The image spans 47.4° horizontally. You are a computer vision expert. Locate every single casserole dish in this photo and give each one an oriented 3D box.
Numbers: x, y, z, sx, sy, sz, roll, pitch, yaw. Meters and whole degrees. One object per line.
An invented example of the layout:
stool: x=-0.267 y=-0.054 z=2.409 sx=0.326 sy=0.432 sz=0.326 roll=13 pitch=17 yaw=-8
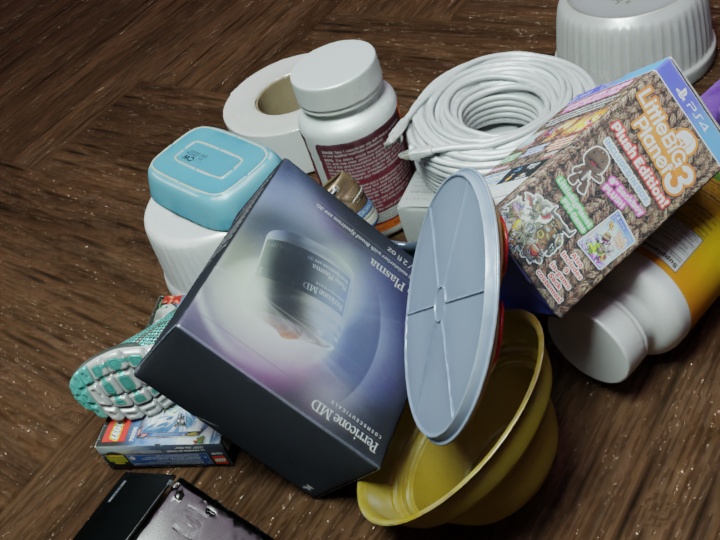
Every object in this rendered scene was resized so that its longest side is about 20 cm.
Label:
casserole dish: x=-0.166 y=-0.112 z=0.928 sx=0.199 sy=0.039 sz=0.121 roll=25 pitch=58 yaw=40

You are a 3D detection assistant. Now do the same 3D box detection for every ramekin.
ramekin: x=-0.157 y=-0.058 z=0.969 sx=0.198 sy=0.098 sz=0.202 roll=-12 pitch=41 yaw=11
ramekin: x=0.338 y=-0.308 z=1.023 sx=0.197 sy=0.106 sz=0.202 roll=-12 pitch=42 yaw=11

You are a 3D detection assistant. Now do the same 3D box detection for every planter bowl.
planter bowl: x=0.093 y=0.134 z=0.643 sx=0.200 sy=0.083 sz=0.201 roll=-45 pitch=15 yaw=16

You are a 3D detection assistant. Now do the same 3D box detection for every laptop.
laptop: x=-0.182 y=0.276 z=0.690 sx=0.198 sy=0.104 sz=0.178 roll=29 pitch=58 yaw=11

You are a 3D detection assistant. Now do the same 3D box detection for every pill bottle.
pill bottle: x=0.257 y=0.002 z=0.721 sx=0.200 sy=0.112 sz=0.110 roll=-42 pitch=45 yaw=-22
pill bottle: x=-0.003 y=-0.144 z=0.917 sx=0.113 sy=0.201 sz=0.115 roll=-11 pitch=42 yaw=10

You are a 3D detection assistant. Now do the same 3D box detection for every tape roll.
tape roll: x=-0.086 y=-0.217 z=1.130 sx=0.200 sy=0.071 sz=0.204 roll=-12 pitch=42 yaw=11

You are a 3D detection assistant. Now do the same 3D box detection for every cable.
cable: x=0.147 y=-0.152 z=0.859 sx=0.198 sy=0.070 sz=0.201 roll=10 pitch=49 yaw=27

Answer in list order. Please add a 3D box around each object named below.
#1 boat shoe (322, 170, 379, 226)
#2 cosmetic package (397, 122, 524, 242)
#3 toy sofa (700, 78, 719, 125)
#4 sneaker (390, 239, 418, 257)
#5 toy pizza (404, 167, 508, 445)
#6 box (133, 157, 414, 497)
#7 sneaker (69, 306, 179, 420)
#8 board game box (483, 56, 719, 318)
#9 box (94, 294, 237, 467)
boat shoe: x=-0.082 y=-0.037 z=0.856 sx=0.198 sy=0.073 sz=0.072 roll=-30 pitch=19 yaw=5
cosmetic package: x=0.125 y=-0.111 z=0.927 sx=0.100 sy=0.075 sz=0.201 roll=5 pitch=49 yaw=26
toy sofa: x=0.413 y=-0.195 z=0.877 sx=0.199 sy=0.098 sz=0.083 roll=-39 pitch=44 yaw=-19
sneaker: x=0.000 y=0.000 z=0.849 sx=0.197 sy=0.087 sz=0.078 roll=-10 pitch=41 yaw=12
toy pizza: x=0.072 y=0.026 z=0.604 sx=0.031 sy=0.202 sz=0.202 roll=7 pitch=40 yaw=-11
box: x=-0.051 y=0.051 z=0.714 sx=0.123 sy=0.199 sz=0.200 roll=-38 pitch=20 yaw=51
sneaker: x=-0.187 y=0.079 z=0.809 sx=0.198 sy=0.078 sz=0.091 roll=-21 pitch=22 yaw=-2
board game box: x=0.177 y=-0.065 z=0.694 sx=0.199 sy=0.097 sz=0.159 roll=-40 pitch=8 yaw=-9
box: x=-0.173 y=0.106 z=0.844 sx=0.135 sy=0.040 sz=0.202 roll=-5 pitch=44 yaw=17
